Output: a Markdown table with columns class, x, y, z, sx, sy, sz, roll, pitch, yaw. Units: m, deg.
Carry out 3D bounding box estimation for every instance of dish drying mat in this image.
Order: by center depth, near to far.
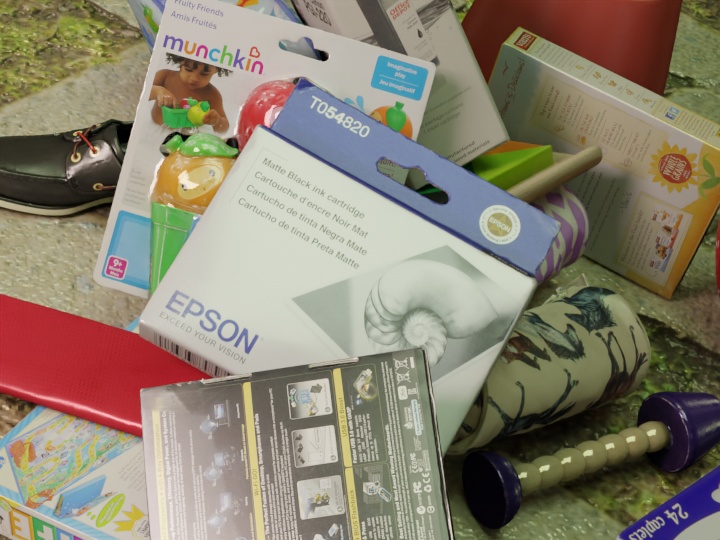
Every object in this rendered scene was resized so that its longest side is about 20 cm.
| class | x | y | z | sx | sy | sz | roll | pitch | yaw |
| --- | --- | --- | --- | --- | --- | --- | --- | --- | --- |
| dish drying mat | -0.160 | 0.064 | 0.942 | 0.199 | 0.018 | 0.077 | 15 | 39 | 17 |

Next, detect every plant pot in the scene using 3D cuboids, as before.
| class | x | y | z | sx | sy | sz | roll | pitch | yaw |
| --- | --- | --- | --- | --- | --- | --- | --- | --- | --- |
| plant pot | 0.174 | -0.193 | 1.281 | 0.199 | 0.178 | 0.201 | 10 | 42 | -9 |

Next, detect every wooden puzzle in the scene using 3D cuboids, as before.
| class | x | y | z | sx | sy | sz | roll | pitch | yaw |
| --- | --- | --- | --- | --- | --- | --- | --- | --- | --- |
| wooden puzzle | 0.048 | -0.066 | 1.123 | 0.199 | 0.037 | 0.185 | 7 | 28 | 45 |

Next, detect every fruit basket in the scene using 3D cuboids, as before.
| class | x | y | z | sx | sy | sz | roll | pitch | yaw |
| --- | --- | --- | --- | --- | --- | --- | --- | --- | --- |
| fruit basket | -0.062 | -0.063 | 1.000 | 0.184 | 0.201 | 0.094 | 16 | 7 | -5 |

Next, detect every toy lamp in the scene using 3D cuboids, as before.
| class | x | y | z | sx | sy | sz | roll | pitch | yaw |
| --- | --- | --- | --- | --- | --- | --- | --- | --- | --- |
| toy lamp | 0.162 | 0.121 | 1.025 | 0.199 | 0.058 | 0.058 | -11 | 49 | -28 |

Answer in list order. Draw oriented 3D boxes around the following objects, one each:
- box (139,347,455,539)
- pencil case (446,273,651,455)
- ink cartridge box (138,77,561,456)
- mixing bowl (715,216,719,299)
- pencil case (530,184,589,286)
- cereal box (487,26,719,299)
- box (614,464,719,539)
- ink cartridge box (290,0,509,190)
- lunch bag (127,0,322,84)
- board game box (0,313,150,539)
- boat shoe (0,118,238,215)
| class | x | y | z | sx | sy | sz | roll | pitch | yaw |
| --- | --- | --- | --- | --- | --- | --- | --- | --- | --- |
| box | -0.029 | 0.150 | 0.806 | 0.160 | 0.049 | 0.201 | -9 | 66 | 0 |
| pencil case | 0.107 | 0.062 | 1.024 | 0.199 | 0.078 | 0.090 | -12 | 59 | -46 |
| ink cartridge box | 0.000 | 0.000 | 0.927 | 0.199 | 0.041 | 0.201 | 28 | 71 | 3 |
| mixing bowl | 0.333 | -0.013 | 1.155 | 0.108 | 0.201 | 0.200 | 4 | 33 | 29 |
| pencil case | 0.086 | 0.002 | 1.105 | 0.084 | 0.086 | 0.200 | 32 | 44 | 26 |
| cereal box | 0.181 | -0.082 | 1.187 | 0.199 | 0.144 | 0.040 | 29 | 42 | 12 |
| box | 0.261 | 0.217 | 0.917 | 0.183 | 0.105 | 0.200 | -24 | 56 | -37 |
| ink cartridge box | 0.012 | -0.175 | 1.085 | 0.084 | 0.201 | 0.146 | -28 | 25 | -7 |
| lunch bag | -0.097 | -0.163 | 1.169 | 0.082 | 0.161 | 0.200 | -38 | 63 | -9 |
| board game box | -0.126 | 0.102 | 0.935 | 0.134 | 0.034 | 0.200 | 19 | 39 | 23 |
| boat shoe | -0.188 | -0.081 | 1.118 | 0.200 | 0.063 | 0.074 | 1 | 46 | -16 |
